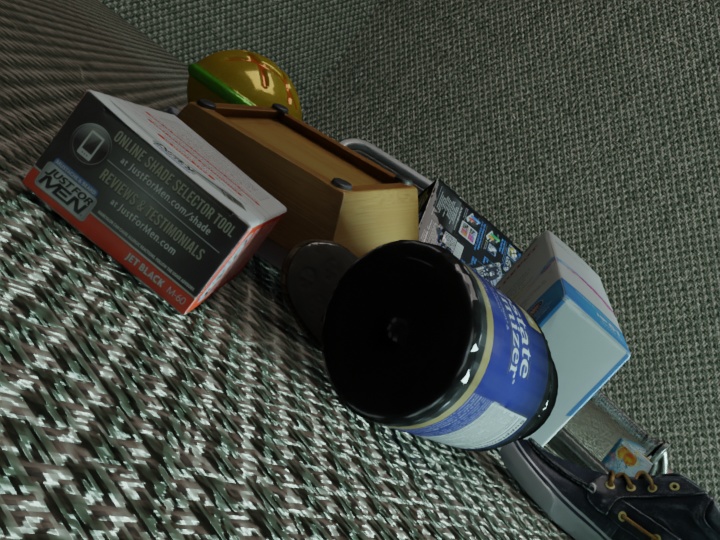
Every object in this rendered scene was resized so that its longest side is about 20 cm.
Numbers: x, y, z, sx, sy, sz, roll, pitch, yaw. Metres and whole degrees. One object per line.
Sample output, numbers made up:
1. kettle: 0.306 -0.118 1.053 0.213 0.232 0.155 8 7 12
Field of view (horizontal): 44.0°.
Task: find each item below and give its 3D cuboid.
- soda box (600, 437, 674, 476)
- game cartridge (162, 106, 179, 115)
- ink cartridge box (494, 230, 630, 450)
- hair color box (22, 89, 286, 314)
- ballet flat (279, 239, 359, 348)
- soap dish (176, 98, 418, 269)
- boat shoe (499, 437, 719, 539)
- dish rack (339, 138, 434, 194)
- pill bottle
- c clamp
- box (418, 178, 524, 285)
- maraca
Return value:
1. soda box: 0.340 0.255 1.097 0.068 0.064 0.199 40 5 26
2. game cartridge: -0.153 -0.111 0.967 0.132 0.041 0.200 32 8 -27
3. ink cartridge box: 0.166 0.065 0.846 0.084 0.145 0.200 37 19 -7
4. hair color box: -0.113 -0.044 0.548 0.110 0.064 0.200 39 4 -3
5. ballet flat: 0.000 0.035 0.661 0.046 0.068 0.199 23 -9 43
6. soap dish: -0.057 -0.071 0.743 0.198 0.083 0.156 32 21 23
7. boat shoe: 0.207 0.179 0.690 0.199 0.091 0.071 40 6 17
8. dish rack: 0.002 -0.068 1.084 0.170 0.044 0.200 32 48 13
9. pill bottle: 0.066 0.061 0.606 0.112 0.113 0.199 41 6 33
10. c clamp: 0.255 0.161 0.957 0.027 0.172 0.200 -26 65 -40
11. box: 0.125 0.026 1.021 0.197 0.049 0.202 38 47 -16
12. maraca: -0.118 -0.172 0.954 0.136 0.108 0.200 38 5 6
